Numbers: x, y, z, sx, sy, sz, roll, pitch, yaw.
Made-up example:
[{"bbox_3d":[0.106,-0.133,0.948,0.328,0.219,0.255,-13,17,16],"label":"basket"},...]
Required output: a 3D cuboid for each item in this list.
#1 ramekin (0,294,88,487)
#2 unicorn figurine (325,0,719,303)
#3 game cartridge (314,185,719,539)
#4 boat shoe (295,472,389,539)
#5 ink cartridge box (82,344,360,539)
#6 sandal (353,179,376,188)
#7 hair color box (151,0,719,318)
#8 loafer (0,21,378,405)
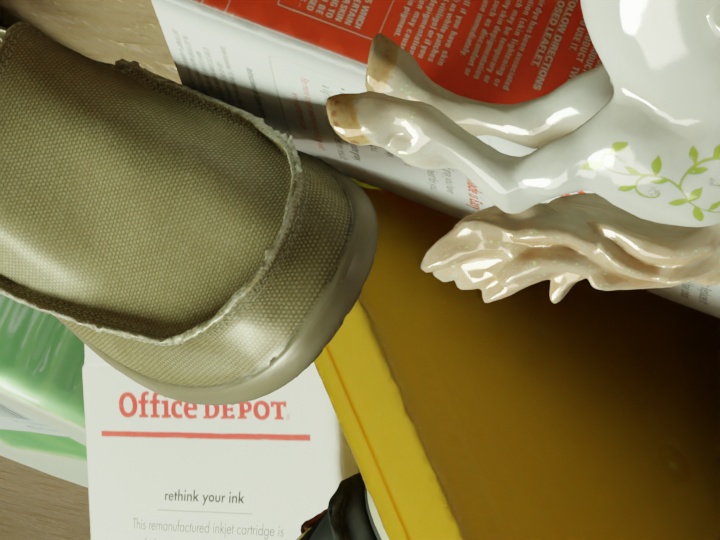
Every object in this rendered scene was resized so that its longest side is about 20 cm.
[{"bbox_3d":[-0.130,0.017,1.187,0.200,0.098,0.200,21,166,5],"label":"ramekin"},{"bbox_3d":[0.061,-0.065,0.624,0.137,0.074,0.200,10,150,14],"label":"unicorn figurine"},{"bbox_3d":[0.077,0.061,0.818,0.200,0.176,0.032,9,137,-43],"label":"game cartridge"},{"bbox_3d":[0.056,0.081,0.854,0.201,0.074,0.063,-1,146,-49],"label":"boat shoe"},{"bbox_3d":[-0.023,0.083,0.898,0.117,0.200,0.067,-1,-178,45],"label":"ink cartridge box"},{"bbox_3d":[0.000,0.000,0.952,0.087,0.080,0.200,39,162,-30],"label":"sandal"},{"bbox_3d":[0.053,-0.045,0.749,0.200,0.061,0.102,22,167,9],"label":"hair color box"},{"bbox_3d":[-0.076,-0.021,0.778,0.200,0.076,0.067,18,169,47],"label":"loafer"}]
